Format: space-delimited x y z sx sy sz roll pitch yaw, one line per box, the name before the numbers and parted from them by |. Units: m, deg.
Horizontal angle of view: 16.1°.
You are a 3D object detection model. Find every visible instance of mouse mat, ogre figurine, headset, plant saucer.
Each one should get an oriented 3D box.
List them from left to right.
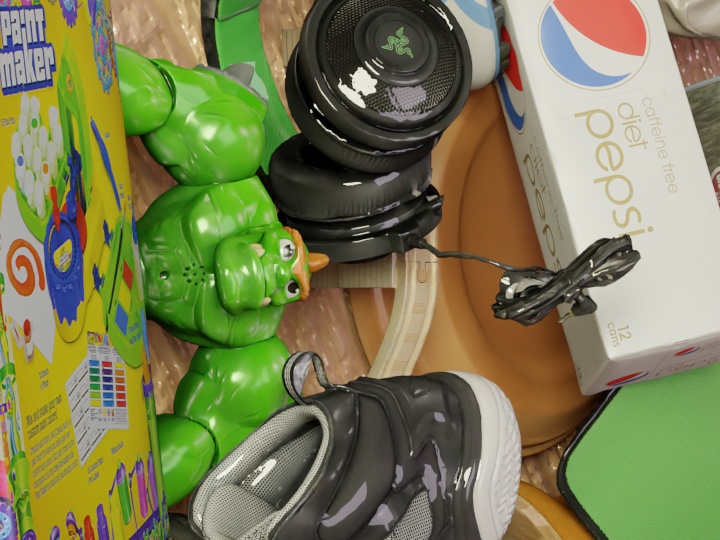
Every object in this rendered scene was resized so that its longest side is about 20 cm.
ogre figurine | -0.081 0.000 0.928 0.119 0.098 0.201 -13 83 -30
headset | 0.014 -0.054 0.955 0.094 0.200 0.124 -22 145 -27
plant saucer | 0.071 -0.015 1.133 0.200 0.037 0.202 1 89 -47
mouse mat | 0.171 0.083 1.127 0.161 0.008 0.200 -50 131 -15

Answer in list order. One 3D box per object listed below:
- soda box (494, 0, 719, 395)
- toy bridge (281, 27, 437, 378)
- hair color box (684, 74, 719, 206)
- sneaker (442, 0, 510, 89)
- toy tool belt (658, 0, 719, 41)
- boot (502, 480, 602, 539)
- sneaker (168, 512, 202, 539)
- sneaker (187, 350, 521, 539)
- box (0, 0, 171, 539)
soda box | 0.099 -0.057 1.045 0.063 0.068 0.201 -13 76 -8
toy bridge | 0.000 0.000 1.032 0.027 0.067 0.201 0 89 -48
hair color box | 0.189 0.015 1.197 0.099 0.060 0.200 -93 160 -49
sneaker | -0.011 -0.149 1.015 0.072 0.072 0.200 -41 110 -14
toy tool belt | 0.187 -0.169 1.200 0.199 0.124 0.124 -2 100 -48
boot | 0.114 0.101 1.157 0.201 0.070 0.145 53 54 -44
sneaker | -0.020 0.165 1.016 0.200 0.076 0.091 29 77 -36
sneaker | -0.012 0.128 0.928 0.113 0.075 0.201 15 83 -37
box | -0.142 0.013 0.769 0.200 0.121 0.194 -42 127 -81
